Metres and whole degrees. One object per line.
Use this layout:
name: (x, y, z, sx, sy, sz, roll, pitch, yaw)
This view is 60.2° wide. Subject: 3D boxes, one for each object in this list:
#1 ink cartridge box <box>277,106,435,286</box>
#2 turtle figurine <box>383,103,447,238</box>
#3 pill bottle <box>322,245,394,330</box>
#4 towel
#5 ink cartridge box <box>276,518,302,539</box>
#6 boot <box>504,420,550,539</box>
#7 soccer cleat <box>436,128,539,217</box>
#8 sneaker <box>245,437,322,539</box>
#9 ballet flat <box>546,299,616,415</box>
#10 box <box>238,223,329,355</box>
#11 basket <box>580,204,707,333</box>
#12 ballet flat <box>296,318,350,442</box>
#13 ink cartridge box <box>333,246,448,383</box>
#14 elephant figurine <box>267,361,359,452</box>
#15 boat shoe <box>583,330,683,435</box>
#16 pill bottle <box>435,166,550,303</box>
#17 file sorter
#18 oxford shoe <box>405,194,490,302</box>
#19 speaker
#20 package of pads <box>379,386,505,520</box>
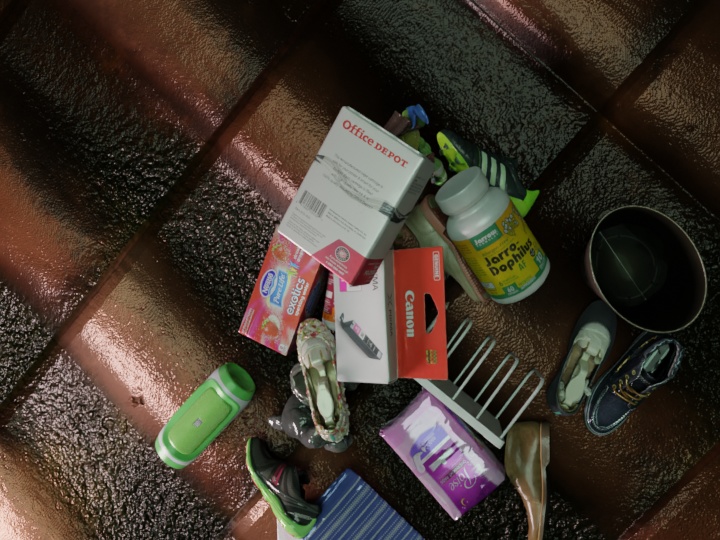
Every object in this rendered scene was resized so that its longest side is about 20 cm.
ink cartridge box: (-0.005, -0.104, 0.883, 0.143, 0.084, 0.203, 34, 102, 17)
turtle figurine: (0.057, -0.149, 0.995, 0.142, 0.199, 0.197, 29, 76, -13)
pill bottle: (0.000, 0.000, 1.050, 0.107, 0.109, 0.206, 9, 94, 10)
towel: (0.002, 0.463, 1.087, 0.200, 0.024, 0.145, 43, 87, -4)
ink cartridge box: (-0.050, 0.505, 1.107, 0.195, 0.057, 0.167, -2, 91, 16)
boot: (0.279, 0.354, 1.033, 0.073, 0.073, 0.206, -1, 82, 18)
soccer cleat: (0.209, -0.169, 1.029, 0.200, 0.067, 0.081, 44, 82, -4)
sneaker: (-0.135, 0.371, 1.093, 0.083, 0.077, 0.200, -35, 58, -14)
ballet flat: (0.364, 0.146, 1.006, 0.072, 0.073, 0.204, 25, 96, 9)
box: (-0.123, 0.031, 1.081, 0.098, 0.095, 0.204, 23, 96, 10)
basket: (0.403, -0.004, 0.927, 0.135, 0.200, 0.182, -36, 85, 10)
ballet flat: (-0.058, 0.167, 0.981, 0.074, 0.064, 0.204, -18, 74, 1)
ink cartridge box: (0.043, 0.067, 0.942, 0.170, 0.043, 0.206, -3, 88, 29)
elephant figurine: (-0.055, 0.193, 1.065, 0.152, 0.141, 0.205, 11, 91, -23)
boat shoe: (0.427, 0.181, 0.984, 0.070, 0.091, 0.203, 33, 97, 8)
pill bottle: (0.204, -0.057, 0.975, 0.112, 0.113, 0.201, -34, 109, 9)
file sorter: (0.178, 0.158, 1.008, 0.199, 0.139, 0.126, 37, 95, 7)
oxford shoe: (0.149, -0.027, 1.053, 0.073, 0.070, 0.203, -34, 86, 36)
speaker: (-0.281, 0.262, 1.124, 0.088, 0.088, 0.200, 44, 99, 6)
package of pads: (0.138, 0.305, 1.051, 0.120, 0.076, 0.201, -43, 84, 12)
